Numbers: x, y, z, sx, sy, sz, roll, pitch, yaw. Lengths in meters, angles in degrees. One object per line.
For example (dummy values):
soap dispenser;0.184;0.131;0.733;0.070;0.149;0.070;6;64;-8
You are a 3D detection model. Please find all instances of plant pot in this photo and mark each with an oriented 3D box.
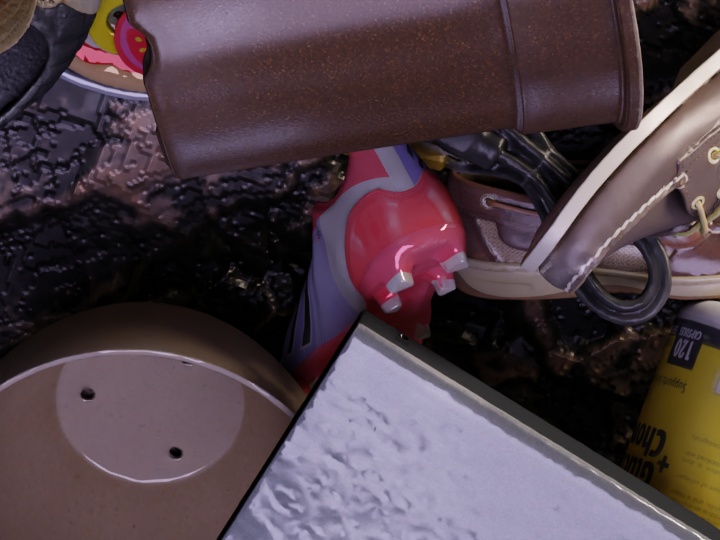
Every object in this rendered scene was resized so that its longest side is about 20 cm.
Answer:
plant pot;-0.002;-0.135;1.149;0.198;0.200;0.201;-13;117;-1
plant pot;-0.103;0.094;1.313;0.199;0.135;0.201;0;117;0

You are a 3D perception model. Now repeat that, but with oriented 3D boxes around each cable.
cable;0.068;-0.059;1.262;0.200;0.050;0.097;34;89;-1

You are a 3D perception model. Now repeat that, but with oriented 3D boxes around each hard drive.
hard drive;0.050;0.127;1.216;0.200;0.033;0.140;31;108;-3

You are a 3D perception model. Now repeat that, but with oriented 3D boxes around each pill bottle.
pill bottle;0.169;0.123;1.284;0.112;0.112;0.201;21;88;-11

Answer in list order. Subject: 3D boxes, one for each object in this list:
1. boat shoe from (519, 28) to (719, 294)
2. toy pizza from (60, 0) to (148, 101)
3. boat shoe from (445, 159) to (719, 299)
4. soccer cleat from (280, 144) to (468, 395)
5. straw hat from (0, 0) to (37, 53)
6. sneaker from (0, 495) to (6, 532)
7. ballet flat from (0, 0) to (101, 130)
boat shoe;0.148;-0.053;1.219;0.060;0.200;0.072;45;150;0
toy pizza;-0.092;-0.165;1.237;0.199;0.032;0.201;0;117;0
boat shoe;0.138;-0.033;1.289;0.199;0.072;0.072;-2;117;8
soccer cleat;0.000;0.000;1.277;0.066;0.077;0.200;-16;164;-19
straw hat;-0.159;-0.197;1.160;0.085;0.201;0.202;-25;124;-35
sneaker;-0.215;0.087;1.337;0.074;0.082;0.200;-21;115;9
ballet flat;-0.185;-0.077;1.241;0.066;0.057;0.200;39;110;-19
